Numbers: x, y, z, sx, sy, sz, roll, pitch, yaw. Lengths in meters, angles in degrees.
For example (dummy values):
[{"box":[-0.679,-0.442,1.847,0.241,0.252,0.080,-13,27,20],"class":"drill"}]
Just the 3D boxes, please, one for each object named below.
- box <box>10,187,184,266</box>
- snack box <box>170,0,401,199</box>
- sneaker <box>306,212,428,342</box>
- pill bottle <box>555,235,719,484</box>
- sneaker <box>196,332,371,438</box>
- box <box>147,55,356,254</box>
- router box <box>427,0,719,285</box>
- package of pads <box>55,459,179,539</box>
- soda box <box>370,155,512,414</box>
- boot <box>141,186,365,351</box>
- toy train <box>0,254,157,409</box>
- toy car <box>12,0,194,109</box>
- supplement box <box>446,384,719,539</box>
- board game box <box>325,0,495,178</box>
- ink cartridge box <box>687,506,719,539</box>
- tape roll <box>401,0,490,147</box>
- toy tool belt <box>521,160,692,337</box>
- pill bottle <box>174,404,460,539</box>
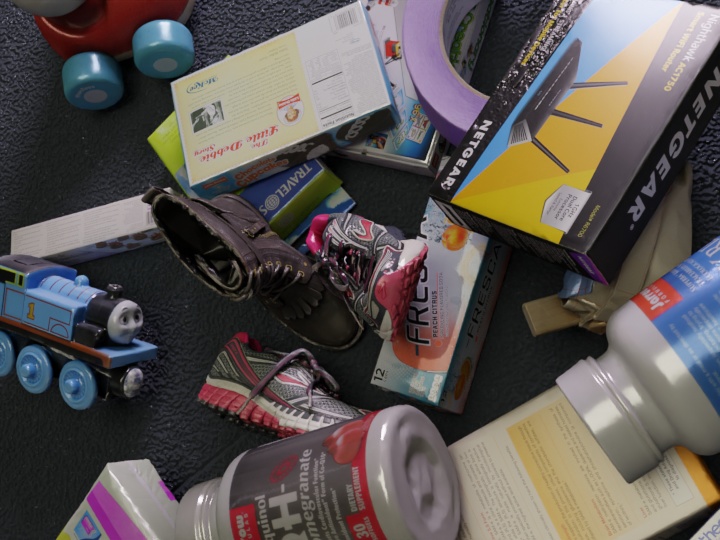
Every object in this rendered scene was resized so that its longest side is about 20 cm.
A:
[{"box":[-0.264,-0.038,1.001,0.198,0.039,0.042,-13,69,20],"class":"box"},{"box":[-0.071,-0.153,0.899,0.198,0.037,0.117,-20,65,12],"class":"snack box"},{"box":[0.000,0.000,0.788,0.074,0.200,0.081,20,95,-13],"class":"sneaker"},{"box":[0.230,0.047,0.636,0.199,0.112,0.113,-36,64,6],"class":"pill bottle"},{"box":[-0.046,0.107,0.833,0.198,0.081,0.075,15,72,25],"class":"sneaker"},{"box":[-0.108,-0.096,0.944,0.122,0.048,0.200,-44,62,7],"class":"box"},{"box":[0.161,-0.105,0.708,0.149,0.051,0.201,25,78,43],"class":"router box"},{"box":[-0.188,0.288,0.843,0.200,0.068,0.155,45,108,28],"class":"package of pads"},{"box":[0.076,0.013,0.817,0.063,0.068,0.202,14,82,26],"class":"soda box"},{"box":[-0.084,0.006,0.808,0.200,0.174,0.069,41,97,0],"class":"boot"},{"box":[-0.285,0.056,0.944,0.198,0.086,0.116,15,103,27],"class":"toy train"},{"box":[-0.281,-0.298,0.985,0.175,0.200,0.186,-18,69,18],"class":"toy car"},{"box":[0.152,0.162,0.737,0.199,0.073,0.127,-31,64,13],"class":"supplement box"},{"box":[0.042,-0.194,0.912,0.125,0.035,0.202,15,82,26],"class":"board game box"},{"box":[0.298,0.138,0.668,0.200,0.094,0.044,-49,62,4],"class":"ink cartridge box"},{"box":[0.137,-0.193,0.829,0.198,0.066,0.202,-2,79,11],"class":"tape roll"},{"box":[0.189,-0.046,0.756,0.122,0.125,0.202,2,75,16],"class":"toy tool belt"},{"box":[-0.036,0.176,0.726,0.199,0.110,0.112,-21,67,27],"class":"pill bottle"}]
